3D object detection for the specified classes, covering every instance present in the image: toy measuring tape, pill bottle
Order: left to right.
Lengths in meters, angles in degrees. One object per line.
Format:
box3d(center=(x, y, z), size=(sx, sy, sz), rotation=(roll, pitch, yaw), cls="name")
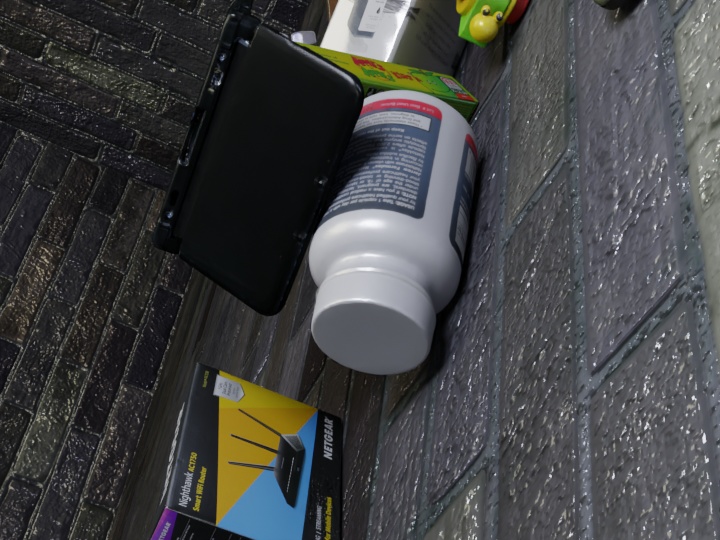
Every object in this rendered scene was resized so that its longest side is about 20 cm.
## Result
box3d(center=(0.023, -0.029, 0.872), size=(0.120, 0.118, 0.202), rotation=(127, 162, -50), cls="pill bottle")
box3d(center=(0.119, -0.275, 1.005), size=(0.074, 0.073, 0.202), rotation=(125, 162, -46), cls="toy measuring tape")

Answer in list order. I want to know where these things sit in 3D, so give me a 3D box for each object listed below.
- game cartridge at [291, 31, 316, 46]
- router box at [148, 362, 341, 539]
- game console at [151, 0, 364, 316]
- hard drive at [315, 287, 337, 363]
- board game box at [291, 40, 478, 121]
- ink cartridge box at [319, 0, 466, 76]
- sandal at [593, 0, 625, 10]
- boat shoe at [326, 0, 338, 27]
box3d(center=(-0.051, -0.134, 1.193), size=(0.130, 0.038, 0.204), rotation=(132, 130, -79), cls="game cartridge")
box3d(center=(-0.090, 0.175, 0.954), size=(0.201, 0.147, 0.052), rotation=(-92, 27, -62), cls="router box")
box3d(center=(-0.083, -0.099, 0.903), size=(0.176, 0.115, 0.203), rotation=(-95, 27, -66), cls="game console")
box3d(center=(0.000, 0.000, 1.139), size=(0.200, 0.032, 0.141), rotation=(-114, 46, -73), cls="hard drive")
box3d(center=(0.001, -0.128, 0.977), size=(0.048, 0.198, 0.103), rotation=(50, 123, 38), cls="board game box")
box3d(center=(0.037, -0.227, 1.097), size=(0.203, 0.084, 0.145), rotation=(-66, -25, 1), cls="ink cartridge box")
box3d(center=(0.165, -0.252, 0.780), size=(0.202, 0.057, 0.080), rotation=(-85, 20, -54), cls="sandal")
box3d(center=(0.000, -0.217, 1.204), size=(0.074, 0.202, 0.075), rotation=(-40, 41, -26), cls="boat shoe")
